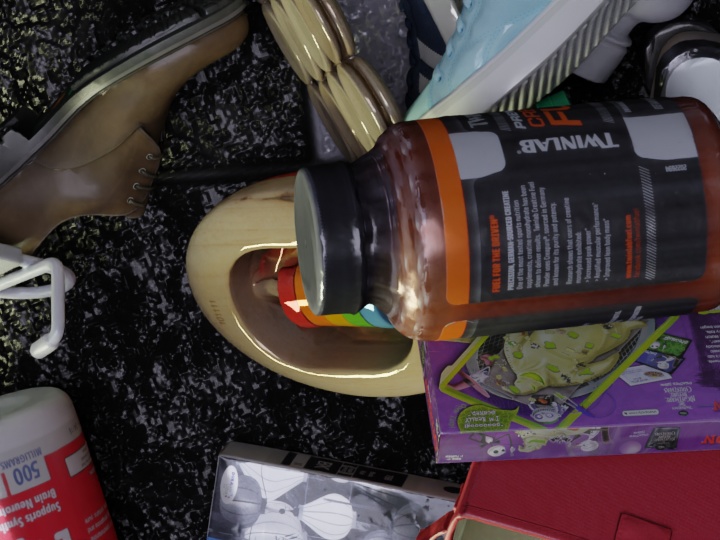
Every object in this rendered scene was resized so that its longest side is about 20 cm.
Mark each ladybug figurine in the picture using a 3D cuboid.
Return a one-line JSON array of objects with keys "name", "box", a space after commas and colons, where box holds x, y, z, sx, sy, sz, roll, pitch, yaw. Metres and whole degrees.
[{"name": "ladybug figurine", "box": [0.000, 0.000, 1.519, 0.200, 0.072, 0.136, 3, 128, 36]}]

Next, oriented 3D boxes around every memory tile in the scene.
[{"name": "memory tile", "box": [-0.026, -0.124, 1.464, 0.017, 0.200, 0.154, -30, 93, -6]}]

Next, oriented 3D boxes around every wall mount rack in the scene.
[{"name": "wall mount rack", "box": [-0.257, 0.027, 1.549, 0.174, 0.200, 0.075, -22, 62, 46]}]

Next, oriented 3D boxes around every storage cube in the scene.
[{"name": "storage cube", "box": [0.136, 0.127, 1.460, 0.200, 0.180, 0.171, 17, 139, 4]}]

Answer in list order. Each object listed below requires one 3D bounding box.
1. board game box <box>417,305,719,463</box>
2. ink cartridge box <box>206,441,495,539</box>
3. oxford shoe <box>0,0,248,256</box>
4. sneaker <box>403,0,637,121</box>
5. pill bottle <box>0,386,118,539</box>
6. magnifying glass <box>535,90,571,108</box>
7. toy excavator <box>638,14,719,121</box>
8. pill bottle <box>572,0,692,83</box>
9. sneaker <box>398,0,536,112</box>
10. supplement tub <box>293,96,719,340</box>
[{"name": "board game box", "box": [0.128, 0.035, 1.403, 0.199, 0.120, 0.032, -2, 136, -7]}, {"name": "ink cartridge box", "box": [0.013, 0.162, 1.591, 0.199, 0.039, 0.100, 9, 101, 6]}, {"name": "oxford shoe", "box": [-0.128, -0.078, 1.557, 0.200, 0.073, 0.084, -37, 102, 21]}, {"name": "sneaker", "box": [0.078, -0.136, 1.409, 0.200, 0.074, 0.082, -44, 76, 27]}, {"name": "pill bottle", "box": [-0.184, 0.174, 1.585, 0.112, 0.112, 0.200, -16, 98, 11]}, {"name": "magnifying glass", "box": [0.136, -0.011, 1.495, 0.022, 0.080, 0.200, -27, 127, 7]}, {"name": "toy excavator", "box": [0.234, -0.025, 1.500, 0.199, 0.100, 0.195, 9, 103, -2]}, {"name": "pill bottle", "box": [0.145, -0.200, 1.465, 0.112, 0.112, 0.200, 34, 104, 1]}, {"name": "sneaker", "box": [0.044, -0.091, 1.523, 0.084, 0.075, 0.200, -26, 90, 25]}, {"name": "supplement tub", "box": [0.072, -0.023, 1.361, 0.199, 0.107, 0.107, -6, 100, -10]}]
